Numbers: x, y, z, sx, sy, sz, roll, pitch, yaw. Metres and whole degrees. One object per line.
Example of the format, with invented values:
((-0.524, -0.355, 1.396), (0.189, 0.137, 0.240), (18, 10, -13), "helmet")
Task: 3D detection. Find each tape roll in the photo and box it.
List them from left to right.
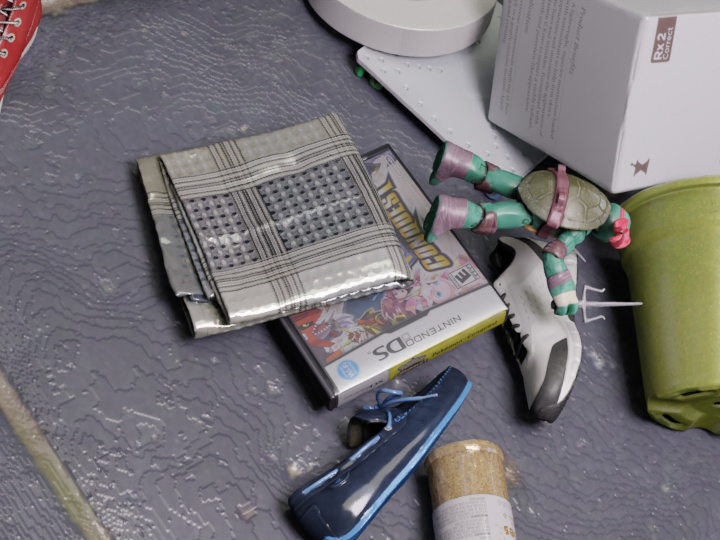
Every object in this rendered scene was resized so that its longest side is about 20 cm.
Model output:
((0.041, -0.293, 1.558), (0.201, 0.037, 0.204), (8, 46, -8), "tape roll")

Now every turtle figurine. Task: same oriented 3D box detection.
((0.157, -0.045, 1.338), (0.198, 0.101, 0.150), (17, 33, -8), "turtle figurine")

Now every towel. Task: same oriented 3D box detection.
((-0.077, -0.044, 1.314), (0.198, 0.035, 0.194), (-15, 59, -14), "towel")

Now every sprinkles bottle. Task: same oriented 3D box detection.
((0.094, 0.235, 1.219), (0.068, 0.068, 0.201), (6, 55, -21), "sprinkles bottle")

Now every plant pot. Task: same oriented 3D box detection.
((0.323, 0.042, 1.398), (0.199, 0.200, 0.186), (12, 64, -17), "plant pot")

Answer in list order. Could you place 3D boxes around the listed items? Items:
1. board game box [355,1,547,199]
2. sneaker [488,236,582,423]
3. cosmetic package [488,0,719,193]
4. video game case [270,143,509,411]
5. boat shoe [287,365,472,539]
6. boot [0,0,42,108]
((0.120, -0.185, 1.551), (0.200, 0.026, 0.200), (43, 51, 8), "board game box")
((0.150, 0.050, 1.379), (0.079, 0.074, 0.201), (13, 44, -11), "sneaker")
((0.247, -0.191, 1.441), (0.164, 0.166, 0.200), (-10, 31, -30), "cosmetic package")
((0.000, 0.000, 1.328), (0.180, 0.026, 0.201), (-25, 64, -20), "video game case")
((0.019, 0.135, 1.246), (0.069, 0.084, 0.200), (38, 48, 9), "boat shoe")
((-0.310, -0.195, 1.283), (0.072, 0.144, 0.201), (24, 52, -10), "boot")
